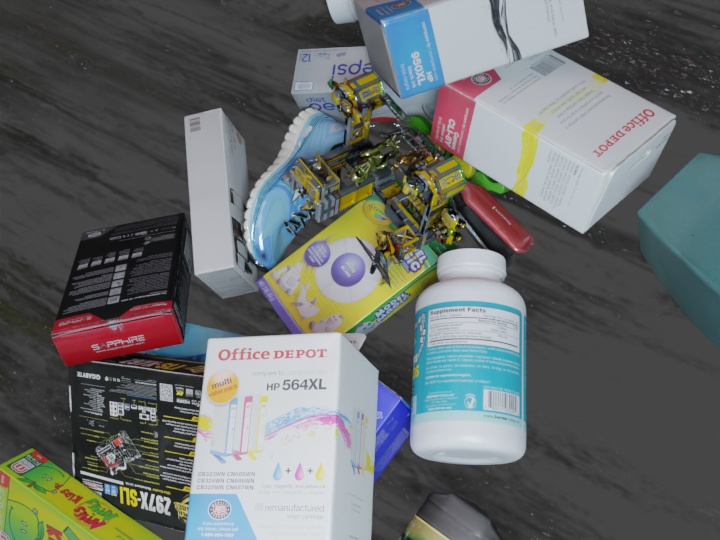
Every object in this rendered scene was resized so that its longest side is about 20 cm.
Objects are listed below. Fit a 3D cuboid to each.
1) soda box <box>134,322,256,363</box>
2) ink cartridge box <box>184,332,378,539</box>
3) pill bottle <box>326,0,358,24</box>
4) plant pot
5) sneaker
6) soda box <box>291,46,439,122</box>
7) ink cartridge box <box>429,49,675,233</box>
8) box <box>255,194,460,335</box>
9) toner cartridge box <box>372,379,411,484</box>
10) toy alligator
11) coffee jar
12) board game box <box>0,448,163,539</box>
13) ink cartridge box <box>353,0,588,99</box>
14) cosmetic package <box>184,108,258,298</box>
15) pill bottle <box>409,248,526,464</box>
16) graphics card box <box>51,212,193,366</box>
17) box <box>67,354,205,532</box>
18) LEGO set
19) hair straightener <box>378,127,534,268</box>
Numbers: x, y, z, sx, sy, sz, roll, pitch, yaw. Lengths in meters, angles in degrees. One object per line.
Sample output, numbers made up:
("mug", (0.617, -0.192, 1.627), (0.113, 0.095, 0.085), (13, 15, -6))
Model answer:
("soda box", (-0.182, 0.097, 0.987), (0.200, 0.064, 0.068), (11, 73, 19))
("ink cartridge box", (-0.063, 0.144, 0.800), (0.128, 0.125, 0.200), (-4, 68, 15))
("pill bottle", (0.062, -0.347, 1.066), (0.200, 0.112, 0.112), (-5, 68, 13))
("plant pot", (0.363, -0.007, 0.844), (0.141, 0.141, 0.200), (-43, 60, -4))
("sneaker", (-0.063, -0.087, 1.020), (0.090, 0.078, 0.200), (21, 77, 17))
("soda box", (0.026, -0.214, 1.048), (0.200, 0.068, 0.063), (1, 68, 15))
("ink cartridge box", (0.195, -0.146, 0.939), (0.200, 0.083, 0.145), (36, 51, 24))
("box", (0.000, 0.000, 0.986), (0.200, 0.048, 0.117), (-37, 65, -3))
("toner cartridge box", (-0.025, 0.203, 0.888), (0.043, 0.095, 0.200), (34, 81, 24))
("toy alligator", (0.124, -0.104, 0.992), (0.200, 0.059, 0.054), (34, 123, 22))
("coffee jar", (0.051, 0.298, 0.826), (0.085, 0.104, 0.200), (33, 80, 21))
("board game box", (-0.288, 0.278, 0.927), (0.200, 0.048, 0.102), (26, 117, 22))
("ink cartridge box", (0.109, -0.258, 0.925), (0.200, 0.084, 0.145), (-19, 27, -3))
("cosmetic package", (-0.157, -0.077, 1.038), (0.051, 0.083, 0.200), (-11, 68, 8))
("pill bottle", (0.107, 0.083, 0.890), (0.111, 0.111, 0.200), (-1, 69, 14))
("graphics card box", (-0.250, 0.015, 0.982), (0.125, 0.051, 0.200), (-12, 34, 0))
("box", (-0.208, 0.169, 0.915), (0.200, 0.049, 0.160), (2, 98, 32))
("LEGO set", (0.002, -0.089, 0.910), (0.116, 0.154, 0.200), (-28, 71, -23))
("hair straightener", (0.090, -0.075, 0.968), (0.200, 0.077, 0.041), (43, 50, 5))
